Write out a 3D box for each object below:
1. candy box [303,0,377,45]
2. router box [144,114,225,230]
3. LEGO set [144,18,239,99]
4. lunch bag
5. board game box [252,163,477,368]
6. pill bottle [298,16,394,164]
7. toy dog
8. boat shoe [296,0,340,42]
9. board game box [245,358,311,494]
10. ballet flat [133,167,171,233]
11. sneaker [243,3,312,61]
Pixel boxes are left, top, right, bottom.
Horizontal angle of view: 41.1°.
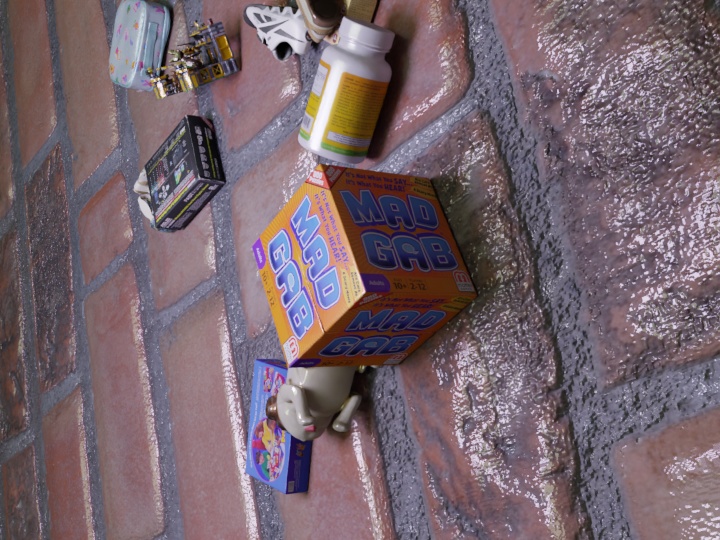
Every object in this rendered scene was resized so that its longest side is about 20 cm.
[{"bbox_3d":[-0.016,-0.460,1.513,0.115,0.055,0.202,42,121,47],"label":"candy box"},{"bbox_3d":[-0.356,-0.194,1.930,0.200,0.062,0.151,-37,58,43],"label":"router box"},{"bbox_3d":[-0.332,-0.411,1.842,0.200,0.153,0.117,11,124,63],"label":"LEGO set"},{"bbox_3d":[-0.485,-0.494,2.113,0.160,0.077,0.202,26,108,49],"label":"lunch bag"},{"bbox_3d":[0.000,0.000,1.339,0.200,0.198,0.201,-45,55,41],"label":"board game box"},{"bbox_3d":[-0.016,-0.274,1.455,0.111,0.110,0.202,40,118,46],"label":"pill bottle"},{"bbox_3d":[-0.077,0.171,1.484,0.194,0.138,0.201,49,127,45],"label":"toy dog"},{"bbox_3d":[-0.084,-0.453,1.509,0.076,0.071,0.202,129,136,-61],"label":"boat shoe"},{"bbox_3d":[-0.136,0.260,1.627,0.134,0.044,0.202,10,95,52],"label":"board game box"},{"bbox_3d":[-0.446,-0.164,2.045,0.075,0.074,0.201,-57,46,33],"label":"ballet flat"},{"bbox_3d":[-0.150,-0.413,1.670,0.199,0.074,0.089,23,104,51],"label":"sneaker"}]
